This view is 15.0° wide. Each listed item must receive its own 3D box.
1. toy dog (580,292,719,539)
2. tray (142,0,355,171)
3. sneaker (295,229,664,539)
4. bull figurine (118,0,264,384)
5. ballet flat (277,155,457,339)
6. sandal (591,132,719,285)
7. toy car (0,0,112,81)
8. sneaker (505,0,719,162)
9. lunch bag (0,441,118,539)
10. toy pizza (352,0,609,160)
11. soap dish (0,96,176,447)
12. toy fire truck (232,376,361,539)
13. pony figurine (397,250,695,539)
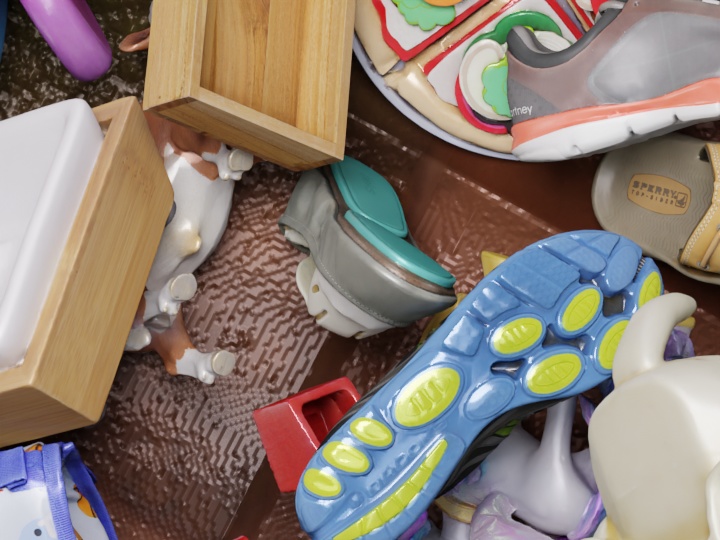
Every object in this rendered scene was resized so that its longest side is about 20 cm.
[{"bbox_3d":[0.193,0.112,1.213,0.140,0.199,0.195,-46,52,36],"label":"toy dog"},{"bbox_3d":[-0.046,-0.157,1.263,0.037,0.098,0.201,-11,67,43],"label":"tray"},{"bbox_3d":[0.048,0.050,1.227,0.199,0.083,0.071,-40,96,-5],"label":"sneaker"},{"bbox_3d":[-0.085,-0.044,1.330,0.065,0.121,0.201,12,100,-36],"label":"bull figurine"},{"bbox_3d":[0.000,0.000,1.277,0.067,0.200,0.064,29,100,-15],"label":"ballet flat"},{"bbox_3d":[0.170,-0.032,1.272,0.054,0.199,0.081,18,88,-38],"label":"sandal"},{"bbox_3d":[-0.157,-0.162,1.295,0.200,0.175,0.150,-41,90,2],"label":"toy car"},{"bbox_3d":[0.157,-0.110,1.268,0.199,0.077,0.082,-15,88,13],"label":"sneaker"},{"bbox_3d":[-0.191,0.173,1.288,0.169,0.124,0.201,-14,127,3],"label":"lunch bag"},{"bbox_3d":[0.085,-0.146,1.316,0.199,0.032,0.202,1,111,1],"label":"toy pizza"},{"bbox_3d":[-0.183,0.013,1.278,0.081,0.199,0.158,39,52,-33],"label":"soap dish"},{"bbox_3d":[-0.025,0.166,1.309,0.141,0.049,0.201,-25,87,39],"label":"toy fire truck"},{"bbox_3d":[0.090,0.107,1.303,0.192,0.166,0.201,19,95,36],"label":"pony figurine"}]
